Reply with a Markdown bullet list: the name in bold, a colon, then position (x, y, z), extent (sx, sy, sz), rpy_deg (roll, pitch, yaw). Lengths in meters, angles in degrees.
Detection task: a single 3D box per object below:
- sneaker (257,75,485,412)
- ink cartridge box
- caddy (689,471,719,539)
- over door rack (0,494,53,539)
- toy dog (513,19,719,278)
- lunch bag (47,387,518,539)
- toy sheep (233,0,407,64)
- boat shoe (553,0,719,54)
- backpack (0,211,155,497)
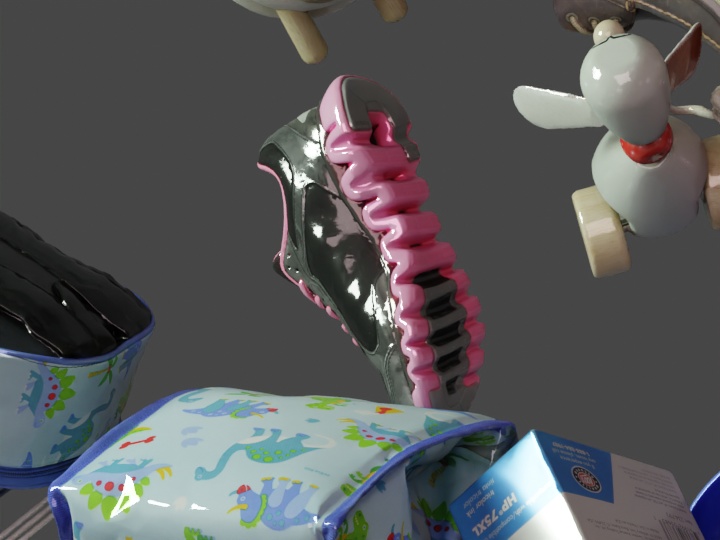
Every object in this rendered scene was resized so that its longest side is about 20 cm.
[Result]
- **sneaker**: position (0.000, 0.000, 1.568), extent (0.095, 0.079, 0.201), rpy_deg (-24, 77, 30)
- **ink cartridge box**: position (0.133, 0.183, 1.384), extent (0.067, 0.116, 0.201), rpy_deg (-43, 50, 26)
- **caddy**: position (0.244, 0.137, 1.439), extent (0.200, 0.105, 0.142), rpy_deg (-44, 46, 16)
- **over door rack**: position (-0.170, 0.217, 1.532), extent (0.148, 0.067, 0.200), rpy_deg (-39, 41, 8)
- **toy dog**: position (0.145, -0.081, 1.496), extent (0.131, 0.200, 0.097), rpy_deg (-11, 61, -15)
- **lunch bag**: position (-0.033, 0.121, 1.453), extent (0.169, 0.200, 0.128), rpy_deg (6, 117, 26)
- **toy sheep**: position (-0.034, -0.199, 1.550), extent (0.137, 0.200, 0.139), rpy_deg (-5, 119, -9)
- **boat shoe**: position (0.135, -0.160, 1.559), extent (0.200, 0.074, 0.073), rpy_deg (40, 101, 22)
- **backpack**: position (-0.221, 0.045, 1.546), extent (0.199, 0.183, 0.148), rpy_deg (24, 110, 16)
